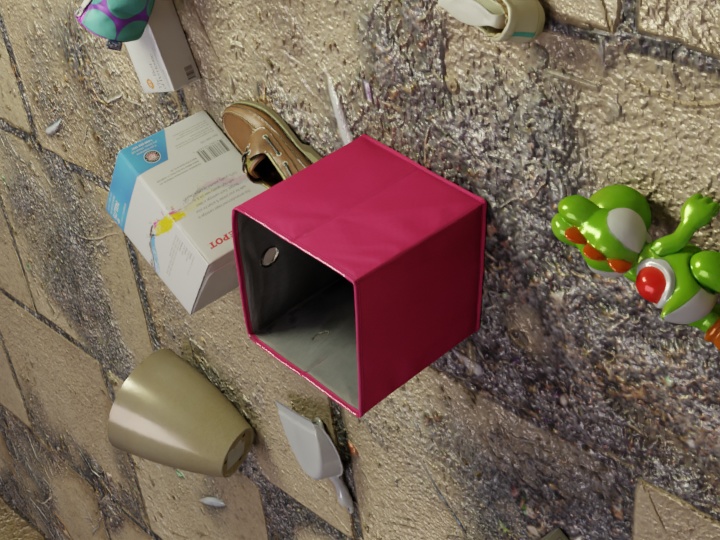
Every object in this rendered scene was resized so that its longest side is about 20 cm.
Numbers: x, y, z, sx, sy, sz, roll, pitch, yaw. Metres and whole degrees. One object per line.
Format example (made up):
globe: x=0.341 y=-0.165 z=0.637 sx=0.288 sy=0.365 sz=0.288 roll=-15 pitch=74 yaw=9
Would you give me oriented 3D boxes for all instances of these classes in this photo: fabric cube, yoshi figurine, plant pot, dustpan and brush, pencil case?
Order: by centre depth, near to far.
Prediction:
yoshi figurine: x=0.272 y=-0.018 z=1.062 sx=0.200 sy=0.113 sz=0.112 roll=32 pitch=-177 yaw=13
fabric cube: x=0.000 y=0.000 z=1.322 sx=0.200 sy=0.199 sz=0.197 roll=32 pitch=141 yaw=35
pencil case: x=-0.285 y=-0.375 z=1.438 sx=0.085 sy=0.092 sz=0.200 roll=49 pitch=130 yaw=36
dustpan and brush: x=-0.056 y=0.290 z=1.797 sx=0.139 sy=0.057 sz=0.201 roll=18 pitch=125 yaw=60
plant pot: x=-0.284 y=0.259 z=1.976 sx=0.200 sy=0.187 sz=0.188 roll=27 pitch=139 yaw=19

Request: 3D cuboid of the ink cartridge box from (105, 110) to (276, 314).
ink cartridge box: x=-0.221 y=-0.078 z=1.603 sx=0.200 sy=0.147 sz=0.146 roll=50 pitch=147 yaw=13

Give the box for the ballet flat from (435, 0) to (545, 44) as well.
ballet flat: x=0.083 y=-0.270 z=1.101 sx=0.200 sy=0.069 sz=0.070 roll=39 pitch=144 yaw=28

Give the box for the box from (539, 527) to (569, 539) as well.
box: x=0.262 y=0.424 z=1.433 sx=0.200 sy=0.095 sz=0.078 roll=51 pitch=148 yaw=14

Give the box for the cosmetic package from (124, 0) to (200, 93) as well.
cosmetic package: x=-0.284 y=-0.335 z=1.557 sx=0.082 sy=0.051 sz=0.201 roll=8 pitch=124 yaw=52

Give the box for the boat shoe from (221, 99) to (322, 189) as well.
boat shoe: x=-0.116 y=-0.146 z=1.475 sx=0.200 sy=0.068 sz=0.072 roll=37 pitch=145 yaw=30
